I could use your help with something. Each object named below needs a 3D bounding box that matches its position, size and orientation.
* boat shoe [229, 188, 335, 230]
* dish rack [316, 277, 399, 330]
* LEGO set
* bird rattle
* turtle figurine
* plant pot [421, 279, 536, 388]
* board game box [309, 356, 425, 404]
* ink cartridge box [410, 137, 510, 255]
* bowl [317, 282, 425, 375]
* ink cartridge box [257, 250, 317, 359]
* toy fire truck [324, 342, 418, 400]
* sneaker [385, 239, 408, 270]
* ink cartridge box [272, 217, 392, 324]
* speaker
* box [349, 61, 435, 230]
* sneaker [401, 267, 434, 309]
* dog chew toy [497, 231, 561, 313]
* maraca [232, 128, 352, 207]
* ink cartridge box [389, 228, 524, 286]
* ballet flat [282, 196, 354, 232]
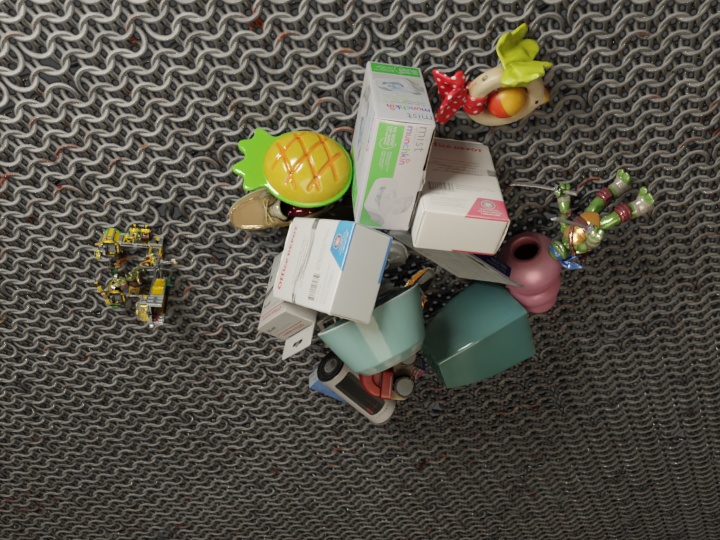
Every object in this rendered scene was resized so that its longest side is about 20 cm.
[{"bbox_3d":[-0.143,-0.115,1.214,0.197,0.066,0.075,-15,102,4],"label":"boat shoe"},{"bbox_3d":[-0.012,0.063,1.351,0.170,0.044,0.200,-24,169,-5],"label":"dish rack"},{"bbox_3d":[-0.433,0.023,1.299,0.152,0.117,0.201,10,131,-13],"label":"LEGO set"},{"bbox_3d":[0.217,-0.279,1.089,0.199,0.114,0.162,-33,144,27],"label":"bird rattle"},{"bbox_3d":[0.408,-0.113,1.217,0.193,0.144,0.201,-32,102,1],"label":"turtle figurine"},{"bbox_3d":[0.230,0.139,1.399,0.199,0.142,0.142,-31,132,-7],"label":"plant pot"},{"bbox_3d":[0.015,0.240,1.589,0.199,0.044,0.199,26,127,-25],"label":"board game box"},{"bbox_3d":[0.155,-0.130,1.149,0.144,0.202,0.083,5,135,-9],"label":"ink cartridge box"},{"bbox_3d":[0.035,0.112,1.196,0.199,0.201,0.106,-27,89,20],"label":"bowl"},{"bbox_3d":[-0.129,0.052,1.277,0.066,0.202,0.116,25,146,-25],"label":"ink cartridge box"},{"bbox_3d":[0.020,0.176,1.430,0.197,0.129,0.179,6,90,-4],"label":"toy fire truck"},{"bbox_3d":[0.000,0.000,1.336,0.198,0.083,0.075,-16,132,10],"label":"sneaker"},{"bbox_3d":[-0.051,-0.004,1.126,0.083,0.199,0.147,17,86,-34],"label":"ink cartridge box"},{"bbox_3d":[-0.007,0.262,1.524,0.081,0.082,0.200,-29,127,21],"label":"speaker"},{"bbox_3d":[0.046,-0.197,1.093,0.095,0.178,0.201,5,133,-9],"label":"box"},{"bbox_3d":[0.096,0.083,1.370,0.077,0.201,0.078,33,169,6],"label":"sneaker"},{"bbox_3d":[0.344,0.015,1.358,0.123,0.126,0.201,-17,140,12],"label":"dog chew toy"},{"bbox_3d":[-0.111,-0.174,1.139,0.197,0.139,0.107,10,158,-2],"label":"maraca"},{"bbox_3d":[0.181,-0.036,1.262,0.198,0.199,0.041,30,81,-28],"label":"ink cartridge box"},{"bbox_3d":[-0.051,-0.097,1.267,0.197,0.047,0.068,-8,133,3],"label":"ballet flat"}]
